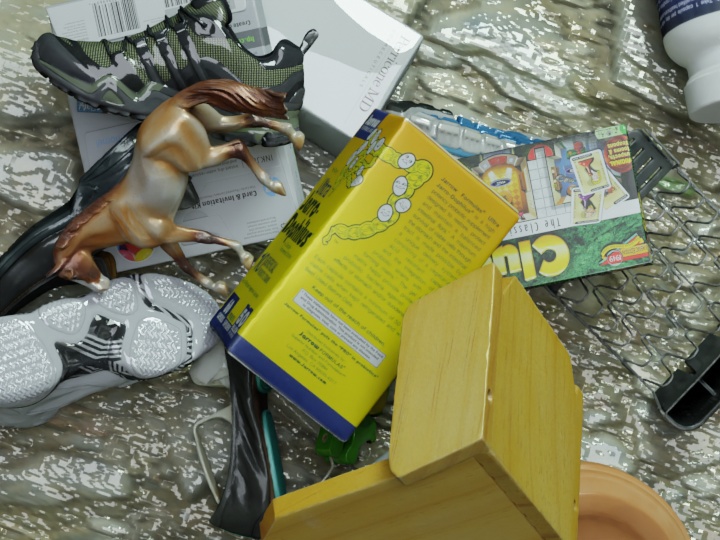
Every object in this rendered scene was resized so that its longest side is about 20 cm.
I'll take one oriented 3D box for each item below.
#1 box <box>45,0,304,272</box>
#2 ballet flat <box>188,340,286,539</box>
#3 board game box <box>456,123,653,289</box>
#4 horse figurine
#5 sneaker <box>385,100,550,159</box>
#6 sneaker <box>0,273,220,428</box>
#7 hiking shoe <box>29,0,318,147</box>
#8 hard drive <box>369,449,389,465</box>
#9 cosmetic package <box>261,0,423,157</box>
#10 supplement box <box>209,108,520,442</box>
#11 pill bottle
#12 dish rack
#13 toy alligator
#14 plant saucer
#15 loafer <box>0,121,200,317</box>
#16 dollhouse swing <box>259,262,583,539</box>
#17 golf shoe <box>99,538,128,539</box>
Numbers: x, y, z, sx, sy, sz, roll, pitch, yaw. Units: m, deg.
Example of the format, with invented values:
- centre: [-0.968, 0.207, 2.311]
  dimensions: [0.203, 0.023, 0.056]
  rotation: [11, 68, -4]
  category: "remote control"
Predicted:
- centre: [-0.133, -0.112, 1.561]
  dimensions: [0.154, 0.041, 0.202]
  rotation: [-12, 97, 9]
  category: "box"
- centre: [-0.091, 0.096, 1.562]
  dimensions: [0.068, 0.068, 0.202]
  rotation: [-3, 79, 6]
  category: "ballet flat"
- centre: [0.107, -0.036, 1.555]
  dimensions: [0.198, 0.023, 0.106]
  rotation: [-12, 85, 9]
  category: "board game box"
- centre: [-0.121, -0.060, 1.469]
  dimensions: [0.132, 0.050, 0.201]
  rotation: [22, 117, -15]
  category: "horse figurine"
- centre: [0.104, -0.064, 1.619]
  dimensions: [0.198, 0.075, 0.087]
  rotation: [15, 105, -7]
  category: "sneaker"
- centre: [-0.203, 0.059, 1.539]
  dimensions: [0.198, 0.115, 0.076]
  rotation: [-13, 80, -24]
  category: "sneaker"
- centre: [-0.132, -0.153, 1.504]
  dimensions: [0.198, 0.076, 0.102]
  rotation: [13, 94, -6]
  category: "hiking shoe"
- centre: [0.049, 0.195, 1.576]
  dimensions: [0.199, 0.026, 0.132]
  rotation: [-36, 85, -12]
  category: "hard drive"
- centre: [-0.064, -0.180, 1.614]
  dimensions: [0.199, 0.071, 0.102]
  rotation: [31, 77, 0]
  category: "cosmetic package"
- centre: [0.000, 0.000, 1.484]
  dimensions: [0.109, 0.109, 0.201]
  rotation: [38, 89, -14]
  category: "supplement box"
- centre: [0.283, -0.222, 1.635]
  dimensions: [0.115, 0.116, 0.202]
  rotation: [-6, 80, -7]
  category: "pill bottle"
- centre: [0.223, 0.001, 1.583]
  dimensions: [0.200, 0.055, 0.154]
  rotation: [44, 89, -16]
  category: "dish rack"
- centre: [-0.004, 0.102, 1.576]
  dimensions: [0.054, 0.059, 0.202]
  rotation: [22, 72, -44]
  category: "toy alligator"
- centre: [0.161, 0.241, 1.556]
  dimensions: [0.198, 0.037, 0.202]
  rotation: [1, 87, -13]
  category: "plant saucer"
- centre: [-0.203, -0.015, 1.531]
  dimensions: [0.200, 0.073, 0.072]
  rotation: [-43, 95, 14]
  category: "loafer"
- centre: [0.042, 0.122, 1.475]
  dimensions: [0.174, 0.200, 0.183]
  rotation: [-7, 59, 23]
  category: "dollhouse swing"
- centre: [-0.147, 0.231, 1.516]
  dimensions: [0.198, 0.092, 0.076]
  rotation: [5, 80, -4]
  category: "golf shoe"
